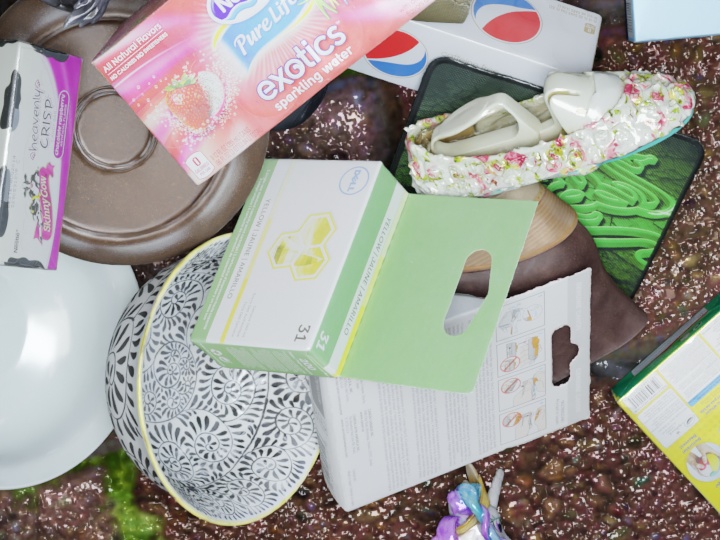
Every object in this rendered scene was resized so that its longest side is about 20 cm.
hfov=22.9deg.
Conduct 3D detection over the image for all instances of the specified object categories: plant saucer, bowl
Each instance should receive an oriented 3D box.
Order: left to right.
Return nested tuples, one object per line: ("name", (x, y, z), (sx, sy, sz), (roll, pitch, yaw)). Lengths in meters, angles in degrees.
("bowl", (-0.258, 0.046, 1.243), (0.201, 0.090, 0.202), (-7, 101, -39))
("plant saucer", (-0.159, -0.095, 1.157), (0.200, 0.032, 0.201), (-1, 108, -2))
("bowl", (-0.115, 0.073, 1.243), (0.094, 0.201, 0.201), (2, 103, 38))

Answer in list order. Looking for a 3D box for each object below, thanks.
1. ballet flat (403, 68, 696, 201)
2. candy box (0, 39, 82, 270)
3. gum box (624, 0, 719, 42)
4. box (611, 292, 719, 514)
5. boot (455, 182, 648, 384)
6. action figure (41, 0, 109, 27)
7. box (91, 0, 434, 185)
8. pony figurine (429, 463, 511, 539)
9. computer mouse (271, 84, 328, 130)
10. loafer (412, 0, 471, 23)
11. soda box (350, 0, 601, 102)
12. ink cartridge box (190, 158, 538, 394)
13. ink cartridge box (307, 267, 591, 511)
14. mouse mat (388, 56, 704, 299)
("ballet flat", (0.116, -0.093, 1.159), (0.200, 0.076, 0.064), (-19, 129, 22))
("candy box", (-0.275, -0.077, 1.122), (0.200, 0.061, 0.137), (8, 90, 33))
("gum box", (0.279, -0.251, 1.221), (0.200, 0.045, 0.170), (-5, 100, 1))
("box", (0.292, 0.124, 1.289), (0.117, 0.048, 0.200), (-42, 95, 7))
("boot", (0.084, 0.032, 1.257), (0.200, 0.072, 0.166), (-32, 118, 17))
("action figure", (-0.190, -0.216, 1.084), (0.102, 0.200, 0.119), (41, 76, -43))
("box", (-0.050, -0.159, 1.064), (0.200, 0.095, 0.103), (-36, 105, 16))
("pony figurine", (0.076, 0.264, 1.282), (0.193, 0.166, 0.200), (-34, 95, -26))
("computer mouse", (-0.063, -0.155, 1.181), (0.138, 0.200, 0.053), (30, 56, 4))
("loafer", (0.072, -0.243, 1.188), (0.067, 0.076, 0.200), (29, 73, -9))
("soda box", (0.060, -0.163, 1.219), (0.200, 0.068, 0.064), (18, 142, -3))
("ink cartridge box", (0.000, 0.000, 1.151), (0.200, 0.048, 0.146), (3, 62, 37))
("ink cartridge box", (0.063, 0.074, 1.247), (0.200, 0.050, 0.161), (-21, 137, -15))
("mouse mat", (0.121, -0.058, 1.240), (0.200, 0.008, 0.161), (17, 130, -3))
